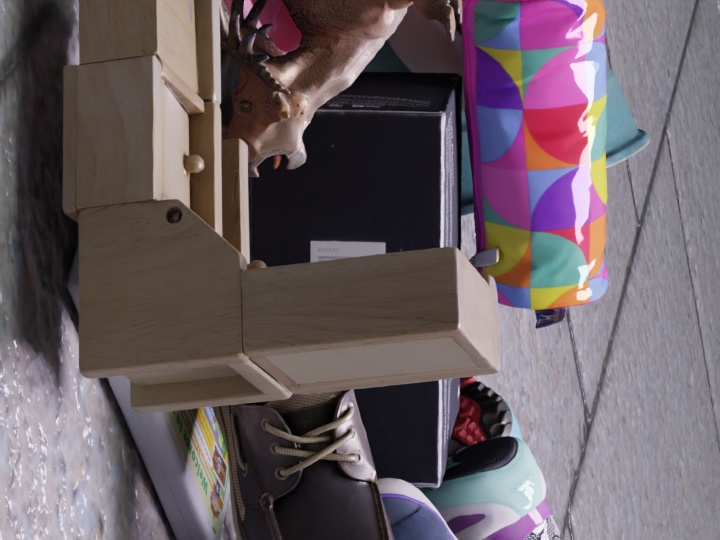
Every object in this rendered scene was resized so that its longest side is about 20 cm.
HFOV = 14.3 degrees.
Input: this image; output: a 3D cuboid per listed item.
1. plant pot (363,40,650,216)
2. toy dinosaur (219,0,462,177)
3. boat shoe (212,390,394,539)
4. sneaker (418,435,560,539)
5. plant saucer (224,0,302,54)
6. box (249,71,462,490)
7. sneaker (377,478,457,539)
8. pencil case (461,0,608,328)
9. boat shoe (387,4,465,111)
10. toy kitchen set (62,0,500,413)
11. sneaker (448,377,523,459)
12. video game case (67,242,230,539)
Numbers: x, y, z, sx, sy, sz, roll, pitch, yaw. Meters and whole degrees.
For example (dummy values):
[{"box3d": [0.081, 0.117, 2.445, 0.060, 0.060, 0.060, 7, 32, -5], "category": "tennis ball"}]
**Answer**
[{"box3d": [0.059, -0.146, 1.784, 0.200, 0.200, 0.197, -42, 118, -71], "category": "plant pot"}, {"box3d": [-0.019, -0.157, 1.433, 0.086, 0.135, 0.200, 71, 17, -70], "category": "toy dinosaur"}, {"box3d": [-0.033, 0.086, 1.395, 0.073, 0.074, 0.200, 91, -21, -51], "category": "boat shoe"}, {"box3d": [0.047, 0.171, 1.610, 0.078, 0.200, 0.140, -31, 102, -30], "category": "sneaker"}, {"box3d": [-0.069, -0.205, 1.572, 0.200, 0.051, 0.201, -5, 90, -74], "category": "plant saucer"}, {"box3d": [0.000, 0.000, 1.562, 0.182, 0.104, 0.201, -59, 150, -79], "category": "box"}, {"box3d": [0.058, 0.208, 1.457, 0.200, 0.081, 0.147, 49, 13, -31], "category": "sneaker"}, {"box3d": [0.096, -0.071, 1.598, 0.088, 0.088, 0.200, -55, 146, -67], "category": "pencil case"}, {"box3d": [0.041, -0.157, 1.631, 0.202, 0.072, 0.060, 46, 67, -38], "category": "boat shoe"}, {"box3d": [-0.026, -0.037, 1.344, 0.163, 0.180, 0.200, 44, 41, -68], "category": "toy kitchen set"}, {"box3d": [0.047, 0.100, 1.735, 0.096, 0.079, 0.200, 64, -5, -29], "category": "sneaker"}, {"box3d": [-0.094, 0.012, 1.461, 0.182, 0.022, 0.200, -80, 160, -44], "category": "video game case"}]
